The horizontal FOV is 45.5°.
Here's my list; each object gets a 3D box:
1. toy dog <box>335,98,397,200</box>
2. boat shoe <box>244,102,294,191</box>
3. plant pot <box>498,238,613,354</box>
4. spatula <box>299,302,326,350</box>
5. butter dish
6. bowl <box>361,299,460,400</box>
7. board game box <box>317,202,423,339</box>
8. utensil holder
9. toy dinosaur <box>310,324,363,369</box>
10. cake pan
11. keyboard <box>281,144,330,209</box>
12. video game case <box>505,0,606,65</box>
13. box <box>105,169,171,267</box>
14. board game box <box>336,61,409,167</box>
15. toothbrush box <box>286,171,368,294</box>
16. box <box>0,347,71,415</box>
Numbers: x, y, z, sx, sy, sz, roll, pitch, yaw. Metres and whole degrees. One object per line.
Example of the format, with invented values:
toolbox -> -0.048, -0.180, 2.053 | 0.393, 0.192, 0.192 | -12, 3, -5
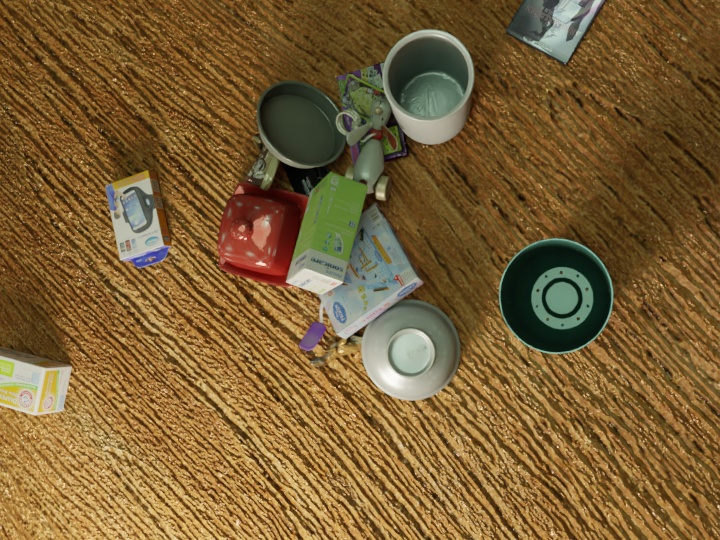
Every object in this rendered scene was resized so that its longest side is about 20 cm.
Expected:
toy dog -> 0.016, -0.234, 1.709 | 0.130, 0.096, 0.203 | -8, 99, 14
boat shoe -> -0.193, -0.270, 1.802 | 0.071, 0.072, 0.202 | 19, 79, -9
plant pot -> 0.365, 0.048, 1.579 | 0.198, 0.161, 0.204 | -1, 87, 18
spatula -> -0.076, 0.072, 1.787 | 0.056, 0.020, 0.202 | 18, 88, 53
butter dish -> -0.221, -0.081, 1.782 | 0.197, 0.148, 0.203 | 14, 91, 21
bowl -> 0.098, 0.158, 1.675 | 0.198, 0.090, 0.204 | 0, 90, 4
board game box -> 0.000, 0.000, 1.730 | 0.199, 0.041, 0.201 | -35, 58, 12
utensil holder -> 0.135, -0.342, 1.643 | 0.167, 0.200, 0.172 | -1, 85, 8
toy dinosaur -> -0.013, 0.146, 1.762 | 0.198, 0.061, 0.107 | -17, 108, 19
cake pan -> -0.124, -0.294, 1.762 | 0.202, 0.199, 0.037 | 63, 146, 11
keyboard -> -0.095, -0.184, 1.817 | 0.104, 0.039, 0.202 | -32, 78, 37
video game case -> 0.395, -0.522, 1.677 | 0.142, 0.019, 0.201 | 33, 96, 17
box -> -0.498, -0.112, 1.933 | 0.118, 0.041, 0.203 | -17, 80, 16
board game box -> 0.025, -0.320, 1.781 | 0.119, 0.032, 0.203 | -12, 83, 14
toothbrush box -> -0.067, -0.070, 1.675 | 0.085, 0.145, 0.202 | 20, 73, -15
box -> -0.781, 0.252, 1.971 | 0.198, 0.101, 0.114 | 11, 90, 18
